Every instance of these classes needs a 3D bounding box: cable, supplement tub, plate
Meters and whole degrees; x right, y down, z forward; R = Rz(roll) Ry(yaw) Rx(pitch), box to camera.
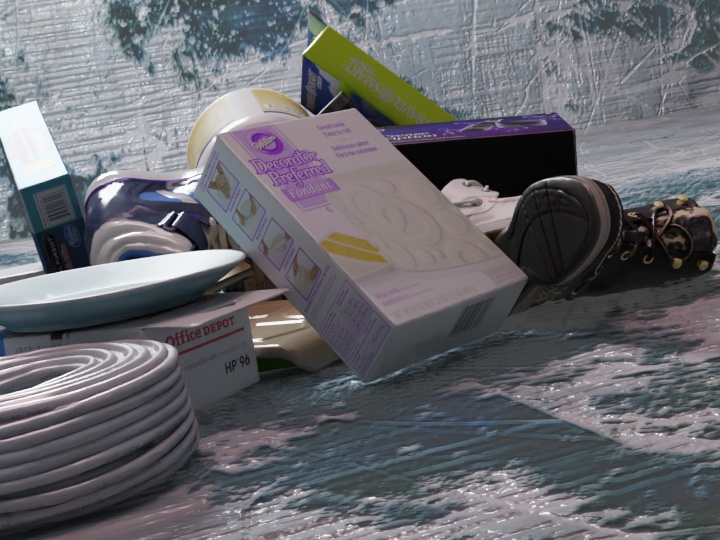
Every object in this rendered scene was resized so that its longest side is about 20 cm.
[{"bbox_3d":[-0.190,0.088,0.716,0.199,0.070,0.200,-7,8,18],"label":"cable"},{"bbox_3d":[-0.102,-0.105,1.316,0.143,0.145,0.200,-11,20,-7],"label":"supplement tub"},{"bbox_3d":[-0.175,0.016,0.882,0.199,0.026,0.200,-8,8,1],"label":"plate"}]

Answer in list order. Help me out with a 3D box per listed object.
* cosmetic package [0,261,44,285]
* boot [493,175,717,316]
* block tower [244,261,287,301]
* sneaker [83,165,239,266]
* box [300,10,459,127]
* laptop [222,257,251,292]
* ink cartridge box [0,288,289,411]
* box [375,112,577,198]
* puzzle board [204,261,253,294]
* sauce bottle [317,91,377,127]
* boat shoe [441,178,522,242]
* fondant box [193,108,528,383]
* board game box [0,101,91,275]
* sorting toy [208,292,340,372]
[{"bbox_3d":[-0.345,0.034,1.317,0.199,0.075,0.102,-10,8,-20],"label":"cosmetic package"},{"bbox_3d":[0.186,-0.023,0.936,0.149,0.074,0.200,-9,-18,-15],"label":"boot"},{"bbox_3d":[0.000,0.000,1.135,0.199,0.054,0.058,-9,9,12],"label":"block tower"},{"bbox_3d":[-0.133,-0.023,1.101,0.199,0.081,0.147,-1,38,-19],"label":"sneaker"},{"bbox_3d":[0.013,-0.160,1.288,0.048,0.200,0.122,-50,-7,-15],"label":"box"},{"bbox_3d":[-0.083,-0.039,1.377,0.104,0.200,0.177,-55,-16,25],"label":"laptop"},{"bbox_3d":[-0.151,0.060,0.876,0.199,0.068,0.116,-6,9,31],"label":"ink cartridge box"},{"bbox_3d":[0.081,-0.086,1.124,0.198,0.079,0.141,-4,10,3],"label":"box"},{"bbox_3d":[-0.222,0.015,1.237,0.199,0.018,0.150,-25,32,-25],"label":"puzzle board"},{"bbox_3d":[0.037,-0.084,1.228,0.066,0.200,0.066,-43,8,7],"label":"sauce bottle"},{"bbox_3d":[0.083,-0.042,1.024,0.199,0.070,0.071,-12,-24,9],"label":"boat shoe"},{"bbox_3d":[-0.001,-0.025,0.916,0.144,0.058,0.200,-17,53,-45],"label":"fondant box"},{"bbox_3d":[-0.286,-0.051,1.202,0.047,0.152,0.200,-19,30,-13],"label":"board game box"},{"bbox_3d":[-0.079,0.051,1.011,0.199,0.037,0.185,0,11,30],"label":"sorting toy"}]
